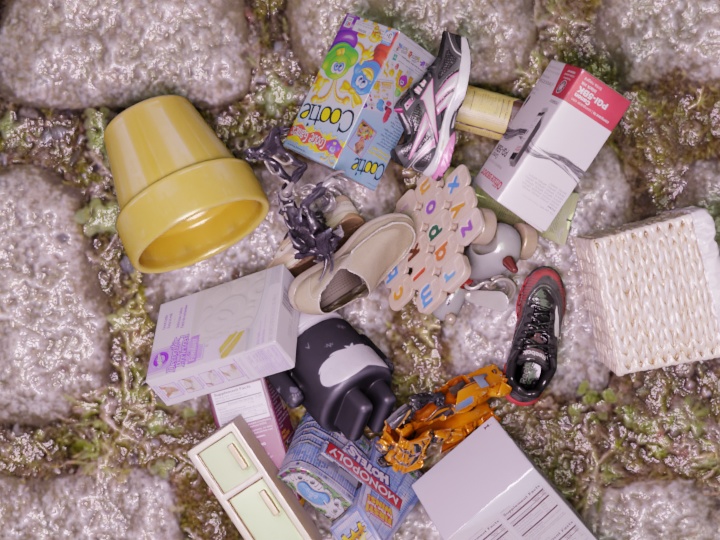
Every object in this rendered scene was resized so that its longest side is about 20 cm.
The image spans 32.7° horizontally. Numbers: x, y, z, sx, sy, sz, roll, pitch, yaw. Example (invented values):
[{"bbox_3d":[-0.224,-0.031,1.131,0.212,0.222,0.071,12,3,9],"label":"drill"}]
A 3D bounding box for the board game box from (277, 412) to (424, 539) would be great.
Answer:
[{"bbox_3d":[-0.008,0.293,1.641,0.200,0.200,0.062,41,115,-10],"label":"board game box"}]

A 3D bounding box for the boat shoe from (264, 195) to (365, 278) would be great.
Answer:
[{"bbox_3d":[-0.080,-0.024,1.717,0.200,0.072,0.065,-43,49,15],"label":"boat shoe"}]

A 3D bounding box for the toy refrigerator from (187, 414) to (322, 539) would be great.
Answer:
[{"bbox_3d":[-0.137,0.296,1.611,0.076,0.070,0.200,-33,90,5],"label":"toy refrigerator"}]

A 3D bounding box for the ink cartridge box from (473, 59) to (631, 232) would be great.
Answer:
[{"bbox_3d":[0.246,-0.166,1.610,0.083,0.147,0.200,31,98,-14],"label":"ink cartridge box"}]

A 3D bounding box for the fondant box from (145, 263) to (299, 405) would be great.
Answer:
[{"bbox_3d":[-0.182,0.086,1.652,0.200,0.144,0.058,-19,131,20],"label":"fondant box"}]

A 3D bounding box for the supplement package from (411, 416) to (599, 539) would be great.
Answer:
[{"bbox_3d":[0.202,0.337,1.649,0.151,0.152,0.200,-41,114,2],"label":"supplement package"}]

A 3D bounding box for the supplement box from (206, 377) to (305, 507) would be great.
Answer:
[{"bbox_3d":[-0.141,0.234,1.699,0.086,0.110,0.200,-16,91,4],"label":"supplement box"}]

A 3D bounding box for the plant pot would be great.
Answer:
[{"bbox_3d":[-0.250,-0.125,1.658,0.201,0.201,0.189,-27,76,1],"label":"plant pot"}]

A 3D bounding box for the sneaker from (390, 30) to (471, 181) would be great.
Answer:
[{"bbox_3d":[0.090,-0.225,1.628,0.086,0.080,0.200,12,84,-7],"label":"sneaker"}]

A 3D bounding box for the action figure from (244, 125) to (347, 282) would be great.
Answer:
[{"bbox_3d":[-0.066,-0.091,1.598,0.102,0.119,0.200,-27,86,-24],"label":"action figure"}]

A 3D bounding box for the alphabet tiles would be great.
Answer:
[{"bbox_3d":[0.095,-0.042,1.653,0.015,0.200,0.196,19,131,-33],"label":"alphabet tiles"}]

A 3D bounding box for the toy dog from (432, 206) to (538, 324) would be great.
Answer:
[{"bbox_3d":[0.165,0.011,1.642,0.132,0.096,0.200,-1,135,-9],"label":"toy dog"}]

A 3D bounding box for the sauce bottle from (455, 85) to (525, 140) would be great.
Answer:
[{"bbox_3d":[0.196,-0.212,1.706,0.200,0.065,0.065,16,92,-2],"label":"sauce bottle"}]

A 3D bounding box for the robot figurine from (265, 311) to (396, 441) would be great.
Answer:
[{"bbox_3d":[-0.038,0.138,1.665,0.125,0.150,0.200,-46,58,4],"label":"robot figurine"}]

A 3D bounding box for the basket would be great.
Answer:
[{"bbox_3d":[0.390,0.025,1.647,0.161,0.198,0.200,-11,92,3],"label":"basket"}]

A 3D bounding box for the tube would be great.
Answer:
[{"bbox_3d":[0.202,-0.096,1.721,0.200,0.052,0.058,15,133,-4],"label":"tube"}]

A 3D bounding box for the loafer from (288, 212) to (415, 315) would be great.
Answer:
[{"bbox_3d":[0.000,0.000,1.633,0.200,0.068,0.076,-37,128,-11],"label":"loafer"}]

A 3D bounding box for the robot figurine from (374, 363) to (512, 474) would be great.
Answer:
[{"bbox_3d":[0.108,0.204,1.660,0.200,0.145,0.058,-25,55,-28],"label":"robot figurine"}]

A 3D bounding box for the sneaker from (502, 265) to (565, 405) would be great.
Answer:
[{"bbox_3d":[0.244,0.093,1.699,0.071,0.098,0.201,13,91,2],"label":"sneaker"}]

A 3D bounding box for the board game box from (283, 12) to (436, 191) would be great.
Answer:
[{"bbox_3d":[0.000,-0.228,1.668,0.103,0.105,0.200,27,92,37],"label":"board game box"}]
